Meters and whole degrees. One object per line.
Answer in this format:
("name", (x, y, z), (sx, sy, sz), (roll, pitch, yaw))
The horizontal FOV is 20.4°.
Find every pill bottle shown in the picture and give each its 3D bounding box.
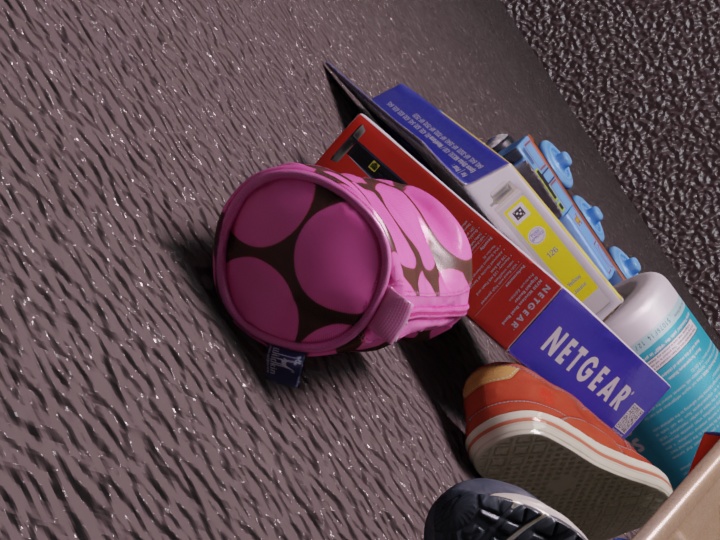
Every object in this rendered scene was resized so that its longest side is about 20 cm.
("pill bottle", (0.236, 0.109, 1.506), (0.200, 0.111, 0.111), (54, 12, -6))

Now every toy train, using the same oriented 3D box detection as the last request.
("toy train", (0.157, -0.020, 1.630), (0.200, 0.087, 0.114), (57, 21, -4))

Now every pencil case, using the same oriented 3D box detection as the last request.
("pencil case", (0.000, 0.000, 0.929), (0.094, 0.091, 0.200), (21, 8, 13))

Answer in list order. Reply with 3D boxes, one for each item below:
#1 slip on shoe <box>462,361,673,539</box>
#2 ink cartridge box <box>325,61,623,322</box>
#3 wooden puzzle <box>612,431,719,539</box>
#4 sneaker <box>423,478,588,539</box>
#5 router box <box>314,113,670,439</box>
("slip on shoe", (0.120, 0.106, 1.144), (0.200, 0.074, 0.061), (34, 34, -48))
("ink cartridge box", (0.078, -0.064, 1.414), (0.200, 0.047, 0.198), (51, -2, -30))
("wooden puzzle", (0.143, 0.164, 0.860), (0.200, 0.046, 0.185), (-41, 129, -51))
("sneaker", (0.067, 0.141, 0.879), (0.086, 0.078, 0.200), (50, -2, 42))
("router box", (0.081, 0.007, 1.203), (0.179, 0.049, 0.200), (43, 3, 33))
